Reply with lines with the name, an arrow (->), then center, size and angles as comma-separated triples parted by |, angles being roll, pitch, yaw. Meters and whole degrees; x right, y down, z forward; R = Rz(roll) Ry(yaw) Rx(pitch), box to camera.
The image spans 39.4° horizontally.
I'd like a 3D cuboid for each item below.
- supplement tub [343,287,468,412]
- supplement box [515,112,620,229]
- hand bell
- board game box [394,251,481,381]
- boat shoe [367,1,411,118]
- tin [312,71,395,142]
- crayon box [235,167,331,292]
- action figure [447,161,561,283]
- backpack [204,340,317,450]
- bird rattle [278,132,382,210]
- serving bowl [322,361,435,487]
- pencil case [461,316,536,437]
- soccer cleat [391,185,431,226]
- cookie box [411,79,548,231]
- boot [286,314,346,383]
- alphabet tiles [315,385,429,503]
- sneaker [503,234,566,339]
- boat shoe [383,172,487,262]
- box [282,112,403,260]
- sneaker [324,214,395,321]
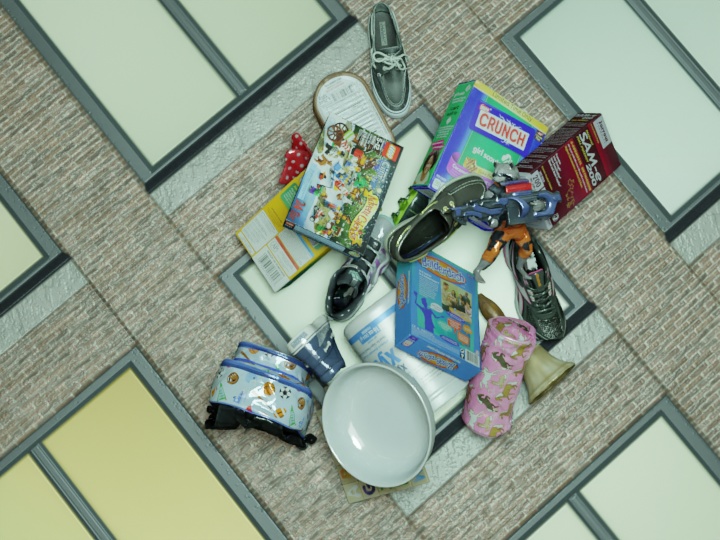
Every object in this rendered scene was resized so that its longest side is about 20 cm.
supplement tub -> 0.075, 0.143, 1.685 | 0.131, 0.132, 0.201 | -36, 84, -5
supplement box -> 0.348, -0.171, 1.717 | 0.199, 0.061, 0.110 | -40, 116, -22
hand bell -> 0.265, 0.118, 1.725 | 0.104, 0.104, 0.201 | -38, 74, -5
board game box -> 0.128, 0.065, 1.658 | 0.151, 0.045, 0.202 | 28, 44, -24
boat shoe -> 0.052, -0.374, 1.776 | 0.072, 0.068, 0.203 | -4, 84, -1
tin -> -0.012, -0.256, 1.778 | 0.111, 0.042, 0.202 | -28, 85, 0
crayon box -> -0.105, -0.072, 1.695 | 0.199, 0.051, 0.126 | -38, 84, 32
action figure -> 0.215, -0.081, 1.626 | 0.197, 0.105, 0.197 | 0, 105, -21
backpack -> -0.158, 0.203, 1.643 | 0.197, 0.191, 0.156 | 13, 83, 1
bird rattle -> -0.035, -0.177, 1.720 | 0.200, 0.112, 0.163 | 47, 122, 9
serving bowl -> 0.037, 0.240, 1.614 | 0.197, 0.066, 0.204 | 6, 102, 28
pencil case -> 0.230, 0.175, 1.668 | 0.085, 0.083, 0.203 | 1, 117, -22
soccer cleat -> 0.130, -0.136, 1.755 | 0.081, 0.067, 0.201 | 40, 83, -9
cookie box -> 0.205, -0.194, 1.713 | 0.170, 0.075, 0.202 | 27, 83, -23
boot -> -0.065, 0.134, 1.651 | 0.073, 0.200, 0.091 | -42, 88, 9
alphabet tiles -> 0.013, 0.276, 1.677 | 0.166, 0.008, 0.203 | -22, 88, 31
sneaker -> 0.298, 0.027, 1.726 | 0.079, 0.086, 0.202 | -23, 86, -2
boat shoe -> 0.130, -0.081, 1.628 | 0.200, 0.061, 0.072 | -38, 113, -3
box -> -0.026, -0.135, 1.612 | 0.135, 0.038, 0.202 | 23, 71, -7
sneaker -> 0.000, 0.000, 1.680 | 0.077, 0.140, 0.202 | 25, 94, 3
